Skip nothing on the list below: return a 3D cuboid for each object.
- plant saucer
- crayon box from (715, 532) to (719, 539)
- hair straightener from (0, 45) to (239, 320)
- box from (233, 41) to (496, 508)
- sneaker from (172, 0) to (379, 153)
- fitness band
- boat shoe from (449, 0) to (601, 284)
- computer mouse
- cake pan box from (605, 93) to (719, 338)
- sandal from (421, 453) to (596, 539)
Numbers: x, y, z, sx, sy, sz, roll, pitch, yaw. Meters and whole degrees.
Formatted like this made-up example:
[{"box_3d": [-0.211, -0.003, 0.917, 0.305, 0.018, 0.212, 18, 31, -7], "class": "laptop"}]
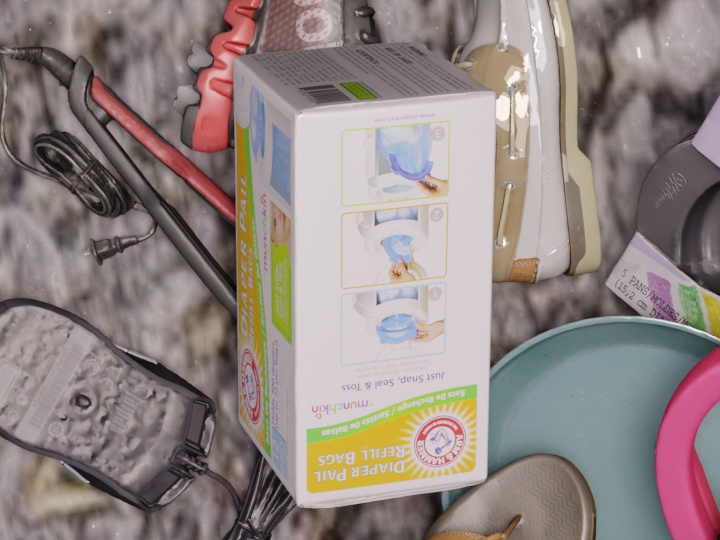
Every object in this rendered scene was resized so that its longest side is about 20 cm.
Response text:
[{"box_3d": [0.142, 0.113, 1.181, 0.199, 0.036, 0.201, 5, 110, 13], "class": "plant saucer"}, {"box_3d": [0.200, 0.225, 1.120, 0.125, 0.052, 0.201, 21, 120, 0], "class": "crayon box"}, {"box_3d": [-0.124, -0.039, 1.196, 0.200, 0.041, 0.077, 43, 91, -2], "class": "hair straightener"}, {"box_3d": [0.000, 0.000, 1.126, 0.101, 0.112, 0.201, -6, 110, -17], "class": "box"}, {"box_3d": [-0.024, -0.147, 1.179, 0.097, 0.071, 0.202, 19, 94, -1], "class": "sneaker"}, {"box_3d": [0.222, 0.116, 1.106, 0.143, 0.037, 0.201, -16, 113, 26], "class": "fitness band"}, {"box_3d": [0.074, -0.092, 1.179, 0.068, 0.075, 0.201, -10, 93, -6], "class": "boat shoe"}, {"box_3d": [-0.133, 0.108, 1.201, 0.199, 0.046, 0.141, 25, 87, -13], "class": "computer mouse"}, {"box_3d": [0.228, 0.004, 1.116, 0.200, 0.184, 0.052, 42, 55, 11], "class": "cake pan box"}, {"box_3d": [0.032, 0.164, 1.140, 0.199, 0.055, 0.082, -31, 70, -1], "class": "sandal"}]
